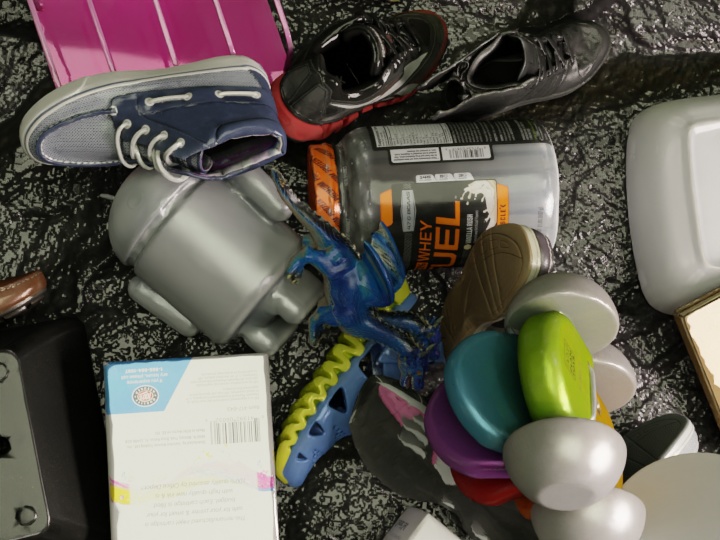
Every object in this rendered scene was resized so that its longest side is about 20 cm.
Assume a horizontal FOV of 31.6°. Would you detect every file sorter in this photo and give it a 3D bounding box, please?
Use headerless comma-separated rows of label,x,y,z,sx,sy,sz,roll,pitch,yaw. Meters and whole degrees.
file sorter,-0.167,-0.204,1.061,0.199,0.125,0.140,-19,85,-8

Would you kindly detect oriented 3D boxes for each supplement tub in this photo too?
supplement tub,0.277,0.256,0.997,0.145,0.145,0.200,-29,121,-8
supplement tub,0.057,-0.062,1.067,0.199,0.123,0.123,-4,83,-5

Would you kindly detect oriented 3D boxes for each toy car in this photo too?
toy car,0.124,0.111,0.933,0.149,0.200,0.176,-8,51,17

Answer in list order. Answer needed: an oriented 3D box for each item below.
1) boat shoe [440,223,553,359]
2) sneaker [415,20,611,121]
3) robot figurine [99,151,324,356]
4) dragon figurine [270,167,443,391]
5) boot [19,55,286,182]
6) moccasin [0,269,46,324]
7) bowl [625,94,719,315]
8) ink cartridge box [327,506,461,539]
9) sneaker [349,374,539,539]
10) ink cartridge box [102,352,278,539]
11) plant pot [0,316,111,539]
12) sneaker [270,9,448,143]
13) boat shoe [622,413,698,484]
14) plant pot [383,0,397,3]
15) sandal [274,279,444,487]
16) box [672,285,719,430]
boat shoe,0.119,0.019,1.030,0.065,0.200,0.072,-1,63,-16
sneaker,0.138,-0.174,1.097,0.199,0.104,0.060,-24,85,-8
robot figurine,-0.125,-0.019,1.048,0.200,0.113,0.170,41,112,0
dragon figurine,0.000,0.000,0.989,0.099,0.059,0.201,-12,106,19
boot,-0.159,-0.105,0.976,0.199,0.073,0.091,-17,48,-7
moccasin,-0.360,0.021,1.046,0.200,0.074,0.078,-9,92,3
bowl,0.340,-0.063,1.119,0.199,0.075,0.201,-4,83,-4
ink cartridge box,0.072,0.255,1.030,0.200,0.117,0.067,39,80,0
sneaker,0.073,0.149,1.054,0.080,0.086,0.200,-36,111,28
ink cartridge box,-0.132,0.172,1.017,0.128,0.125,0.201,-2,83,-5
plant pot,-0.305,0.143,0.979,0.199,0.177,0.200,-12,84,-6
sneaker,0.013,-0.178,1.067,0.200,0.098,0.071,-32,84,-34
boat shoe,0.220,0.210,1.077,0.065,0.074,0.202,40,81,-19
plant pot,0.006,-0.347,1.065,0.198,0.200,0.182,25,89,-2
sandal,0.001,0.100,1.066,0.087,0.079,0.200,37,82,-4
box,0.374,0.085,1.089,0.163,0.021,0.201,-27,108,-5
